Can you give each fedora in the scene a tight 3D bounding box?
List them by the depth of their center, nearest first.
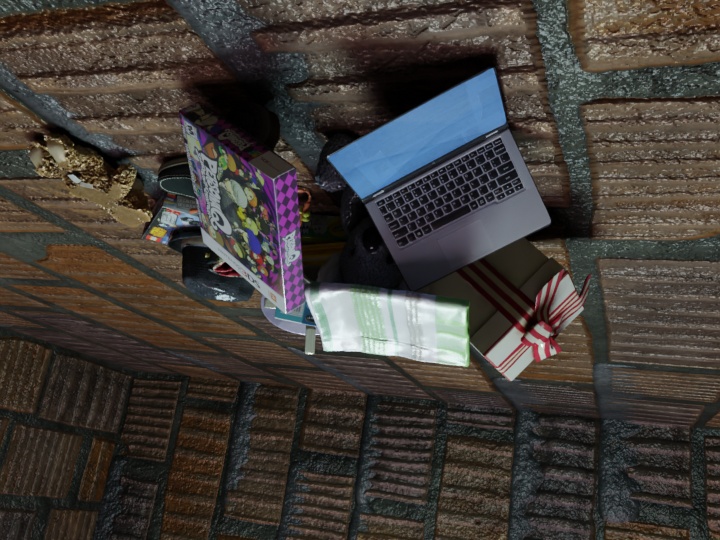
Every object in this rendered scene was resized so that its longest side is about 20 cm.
[{"bbox_3d":[-0.248,0.003,1.227,0.199,0.092,0.201,7,164,2],"label":"fedora"}]

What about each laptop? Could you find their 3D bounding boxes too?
[{"bbox_3d":[0.094,-0.085,0.753,0.187,0.201,0.116,-26,-167,10],"label":"laptop"}]

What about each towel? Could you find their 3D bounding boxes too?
[{"bbox_3d":[0.037,0.071,0.866,0.199,0.031,0.150,7,148,14],"label":"towel"}]

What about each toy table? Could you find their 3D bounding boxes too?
[{"bbox_3d":[-0.101,0.070,1.389,0.199,0.185,0.117,-8,180,-5],"label":"toy table"}]

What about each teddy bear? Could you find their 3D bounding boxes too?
[{"bbox_3d":[-0.399,-0.144,1.047,0.199,0.067,0.145,26,147,-28],"label":"teddy bear"}]

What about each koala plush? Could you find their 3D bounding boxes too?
[{"bbox_3d":[0.029,-0.043,0.900,0.176,0.201,0.184,6,163,7],"label":"koala plush"}]

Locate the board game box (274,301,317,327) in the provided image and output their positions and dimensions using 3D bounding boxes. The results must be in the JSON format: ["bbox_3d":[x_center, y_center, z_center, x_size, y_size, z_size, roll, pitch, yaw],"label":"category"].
[{"bbox_3d":[-0.057,0.054,1.140,0.150,0.047,0.200,13,-174,-4],"label":"board game box"}]

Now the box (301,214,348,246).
[{"bbox_3d":[-0.087,-0.056,1.177,0.199,0.049,0.117,6,162,14],"label":"box"}]

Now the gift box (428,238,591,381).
[{"bbox_3d":[0.219,0.032,1.014,0.187,0.200,0.184,48,-171,32],"label":"gift box"}]

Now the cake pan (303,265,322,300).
[{"bbox_3d":[0.005,0.041,1.008,0.199,0.037,0.200,15,-169,-3],"label":"cake pan"}]

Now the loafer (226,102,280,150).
[{"bbox_3d":[-0.141,-0.154,0.877,0.071,0.074,0.200,4,170,-29],"label":"loafer"}]

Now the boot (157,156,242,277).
[{"bbox_3d":[-0.209,-0.076,0.984,0.202,0.155,0.074,7,158,10],"label":"boot"}]

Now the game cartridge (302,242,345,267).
[{"bbox_3d":[0.000,0.000,1.163,0.199,0.033,0.176,21,165,-40],"label":"game cartridge"}]

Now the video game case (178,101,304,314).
[{"bbox_3d":[-0.137,-0.071,0.815,0.181,0.036,0.201,37,144,32],"label":"video game case"}]

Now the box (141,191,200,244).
[{"bbox_3d":[-0.294,-0.080,1.211,0.136,0.040,0.200,15,161,-24],"label":"box"}]

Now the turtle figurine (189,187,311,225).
[{"bbox_3d":[-0.159,-0.060,1.098,0.199,0.064,0.162,-8,115,11],"label":"turtle figurine"}]
